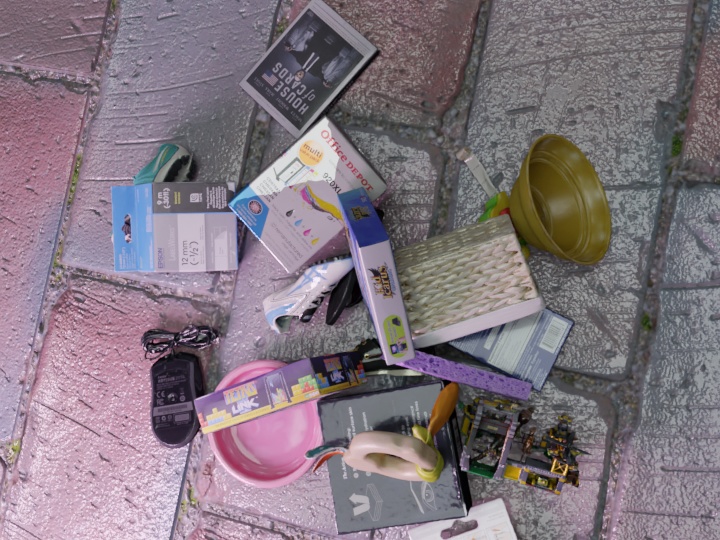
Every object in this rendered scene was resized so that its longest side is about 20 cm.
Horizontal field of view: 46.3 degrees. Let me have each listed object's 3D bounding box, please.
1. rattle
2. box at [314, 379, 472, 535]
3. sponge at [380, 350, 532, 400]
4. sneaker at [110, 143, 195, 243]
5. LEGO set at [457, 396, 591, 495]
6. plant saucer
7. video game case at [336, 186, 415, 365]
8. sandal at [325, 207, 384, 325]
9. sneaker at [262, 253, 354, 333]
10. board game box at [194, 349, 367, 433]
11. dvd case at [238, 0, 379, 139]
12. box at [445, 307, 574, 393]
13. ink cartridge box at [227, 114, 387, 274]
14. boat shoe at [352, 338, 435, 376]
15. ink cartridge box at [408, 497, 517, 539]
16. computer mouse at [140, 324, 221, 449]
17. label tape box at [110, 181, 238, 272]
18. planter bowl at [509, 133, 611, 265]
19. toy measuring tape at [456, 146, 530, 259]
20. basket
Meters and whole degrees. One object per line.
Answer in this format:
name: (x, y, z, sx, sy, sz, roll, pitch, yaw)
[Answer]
rattle: (0.026, 0.222, 1.193, 0.199, 0.130, 0.144, -6, 70, 38)
box: (0.052, 0.277, 1.274, 0.199, 0.117, 0.198, -11, 83, 10)
sponge: (0.137, 0.147, 1.232, 0.199, 0.112, 0.030, 18, 84, -13)
sneaker: (-0.359, -0.127, 1.438, 0.079, 0.077, 0.200, 34, 88, 33)
LEGO set: (0.232, 0.225, 1.209, 0.199, 0.154, 0.117, 18, 114, 14)
plant saucer: (-0.146, 0.244, 1.356, 0.199, 0.051, 0.202, -1, 85, 13)
video game case: (0.020, 0.003, 1.177, 0.045, 0.200, 0.182, -15, 116, -3)
sandal: (0.001, -0.001, 1.339, 0.048, 0.075, 0.201, 24, 89, -14)
sneaker: (-0.075, 0.034, 1.327, 0.200, 0.072, 0.073, -35, 77, 35)
board game box: (-0.113, 0.174, 1.227, 0.199, 0.165, 0.057, -21, 80, 21)
dvd case: (-0.087, -0.338, 1.410, 0.150, 0.025, 0.200, 43, 94, 13)
box: (0.212, 0.088, 1.299, 0.199, 0.032, 0.122, 27, 90, 13)
ink cartridge box: (-0.078, -0.123, 1.307, 0.200, 0.145, 0.147, -41, 99, 6)
boat shoe: (0.019, 0.138, 1.318, 0.200, 0.074, 0.064, -5, 85, 6)
ink cartridge box: (0.179, 0.463, 1.270, 0.159, 0.047, 0.201, -23, 75, 10)
computer mouse: (-0.296, 0.195, 1.398, 0.137, 0.053, 0.201, -6, 73, 11)
label tape box: (-0.301, -0.070, 1.367, 0.199, 0.066, 0.144, -2, 93, -14)
planter bowl: (0.281, -0.094, 1.253, 0.083, 0.200, 0.202, -22, 78, 46)
toy measuring tape: (0.195, -0.097, 1.296, 0.073, 0.074, 0.201, -33, 84, 8)
basket: (0.150, 0.011, 1.218, 0.199, 0.136, 0.124, -17, 105, 9)
